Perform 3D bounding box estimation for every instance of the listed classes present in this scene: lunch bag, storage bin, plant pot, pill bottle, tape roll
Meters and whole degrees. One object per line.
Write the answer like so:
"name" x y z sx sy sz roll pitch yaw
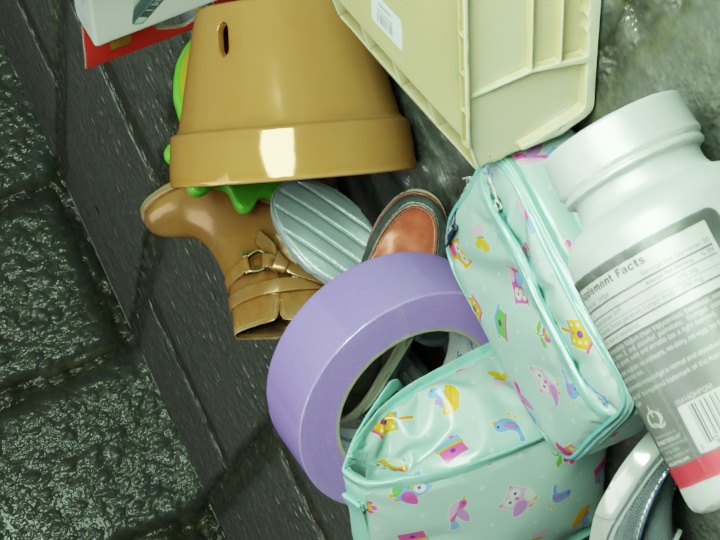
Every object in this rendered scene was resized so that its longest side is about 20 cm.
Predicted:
"lunch bag" 0.130 0.013 0.966 0.201 0.077 0.161 62 163 15
"lunch bag" 0.078 0.155 1.104 0.122 0.199 0.171 52 159 40
"storage bin" 0.053 -0.199 0.901 0.200 0.093 0.199 53 159 39
"plant pot" -0.060 -0.143 1.189 0.200 0.199 0.141 -172 76 -71
"pill bottle" 0.175 0.013 0.768 0.201 0.110 0.111 64 163 10
"tape roll" 0.028 0.088 1.168 0.066 0.199 0.201 46 154 47

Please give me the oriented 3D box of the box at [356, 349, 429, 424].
"box" 0.026 0.116 1.410 0.200 0.046 0.159 51 162 4

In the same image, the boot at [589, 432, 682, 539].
"boot" 0.203 0.198 1.004 0.090 0.073 0.201 34 135 26

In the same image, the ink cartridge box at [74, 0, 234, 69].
"ink cartridge box" -0.145 -0.244 1.272 0.045 0.199 0.177 58 162 23

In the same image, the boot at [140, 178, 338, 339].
"boot" -0.111 -0.009 1.347 0.074 0.199 0.156 52 -146 -61

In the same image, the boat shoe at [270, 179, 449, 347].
"boat shoe" 0.000 0.000 1.288 0.200 0.072 0.062 42 167 4

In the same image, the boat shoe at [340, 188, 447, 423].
"boat shoe" 0.019 0.031 1.217 0.063 0.071 0.201 -50 -17 -72

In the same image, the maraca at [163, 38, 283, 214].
"maraca" -0.106 -0.143 1.331 0.107 0.136 0.201 125 160 -59

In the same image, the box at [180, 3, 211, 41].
"box" -0.143 -0.267 1.498 0.158 0.048 0.201 18 129 68
